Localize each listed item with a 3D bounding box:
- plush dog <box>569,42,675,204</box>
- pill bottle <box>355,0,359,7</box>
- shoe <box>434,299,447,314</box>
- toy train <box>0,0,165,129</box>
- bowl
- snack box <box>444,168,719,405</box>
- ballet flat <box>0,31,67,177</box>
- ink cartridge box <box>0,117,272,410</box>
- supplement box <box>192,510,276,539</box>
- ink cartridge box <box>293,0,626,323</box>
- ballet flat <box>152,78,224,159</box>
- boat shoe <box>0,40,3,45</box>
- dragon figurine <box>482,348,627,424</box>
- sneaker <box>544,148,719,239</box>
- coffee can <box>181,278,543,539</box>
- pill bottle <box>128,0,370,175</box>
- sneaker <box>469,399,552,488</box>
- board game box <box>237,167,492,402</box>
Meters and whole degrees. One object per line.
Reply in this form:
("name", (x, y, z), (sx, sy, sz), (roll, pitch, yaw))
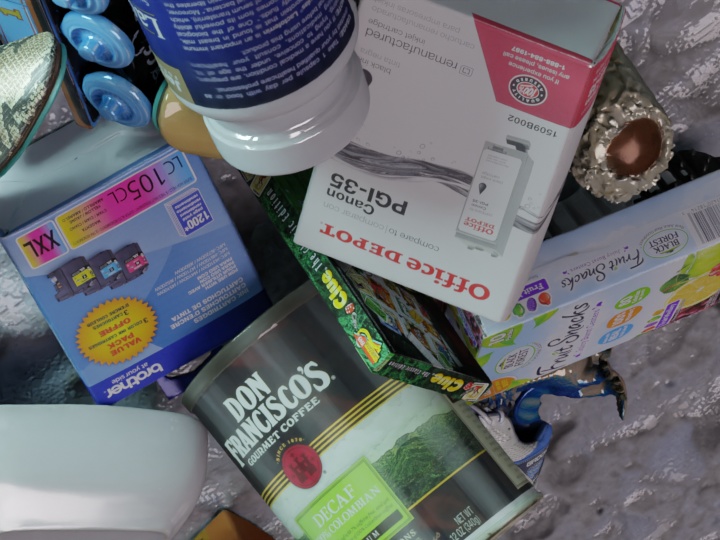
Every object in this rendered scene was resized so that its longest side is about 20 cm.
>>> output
("plush dog", (0.082, -0.111, 1.549), (0.172, 0.161, 0.200), (-39, 105, 12))
("pill bottle", (-0.045, -0.233, 1.398), (0.113, 0.113, 0.201), (-10, 129, -21))
("shoe", (0.027, 0.015, 1.657), (0.091, 0.072, 0.201), (-13, 133, -22))
("toy train", (-0.166, -0.162, 1.383), (0.087, 0.114, 0.200), (-60, 157, -25))
("bowl", (-0.209, 0.169, 1.606), (0.199, 0.075, 0.200), (4, 146, -31))
("snack box", (0.154, 0.014, 1.611), (0.199, 0.053, 0.142), (-21, 160, -12))
("ballet flat", (-0.228, -0.073, 1.381), (0.075, 0.068, 0.200), (12, 148, -17))
("ink cartridge box", (-0.144, -0.004, 1.552), (0.136, 0.076, 0.200), (-29, 135, -5))
("supplement box", (-0.138, 0.273, 1.774), (0.200, 0.067, 0.069), (-47, 132, 11))
("ink cartridge box", (0.057, -0.085, 1.446), (0.146, 0.083, 0.200), (21, 127, 6))
("ballet flat", (-0.059, -0.097, 1.469), (0.200, 0.063, 0.069), (-10, 119, -69))
("boat shoe", (-0.255, -0.132, 1.396), (0.084, 0.069, 0.200), (-35, 133, 1))
("dragon figurine", (0.137, 0.076, 1.753), (0.099, 0.059, 0.200), (-15, 166, 12))
("sneaker", (0.174, -0.021, 1.716), (0.199, 0.067, 0.091), (-23, 138, -8))
("coffee can", (0.001, 0.116, 1.572), (0.146, 0.200, 0.146), (-39, 172, -7))
("pill bottle", (-0.066, -0.153, 1.308), (0.115, 0.116, 0.200), (-28, 133, -5))
("sneaker", (0.064, 0.117, 1.766), (0.200, 0.077, 0.085), (17, 107, -44))
("board game box", (0.000, 0.000, 1.533), (0.105, 0.200, 0.023), (16, 121, -46))
